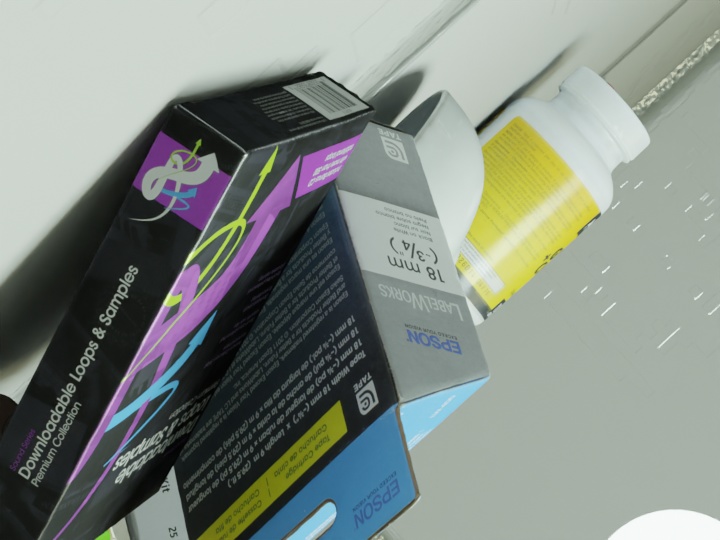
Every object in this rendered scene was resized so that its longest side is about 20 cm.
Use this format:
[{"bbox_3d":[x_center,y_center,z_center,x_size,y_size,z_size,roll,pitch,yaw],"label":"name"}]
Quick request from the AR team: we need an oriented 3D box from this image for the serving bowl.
[{"bbox_3d":[0.000,0.000,0.956,0.200,0.066,0.200,-47,-173,7],"label":"serving bowl"}]

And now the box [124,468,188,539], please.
[{"bbox_3d":[-0.097,0.142,0.919,0.041,0.201,0.156,-14,169,-10],"label":"box"}]

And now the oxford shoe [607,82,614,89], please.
[{"bbox_3d":[0.247,-0.146,1.873,0.071,0.074,0.200,-44,175,18],"label":"oxford shoe"}]

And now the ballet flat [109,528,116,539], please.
[{"bbox_3d":[-0.235,0.201,1.198,0.200,0.072,0.072,-42,176,26],"label":"ballet flat"}]

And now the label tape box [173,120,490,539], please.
[{"bbox_3d":[-0.019,0.052,0.765,0.063,0.201,0.144,16,134,-36],"label":"label tape box"}]

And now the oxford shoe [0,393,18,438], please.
[{"bbox_3d":[-0.175,0.112,0.768,0.073,0.071,0.200,-45,177,-30],"label":"oxford shoe"}]

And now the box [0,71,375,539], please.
[{"bbox_3d":[-0.074,0.022,0.692,0.200,0.036,0.143,-59,170,19],"label":"box"}]

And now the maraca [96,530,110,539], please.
[{"bbox_3d":[-0.210,0.208,1.055,0.200,0.107,0.138,-27,142,-60],"label":"maraca"}]

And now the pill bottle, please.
[{"bbox_3d":[0.122,-0.061,1.386,0.200,0.112,0.112,-42,175,0],"label":"pill bottle"}]
